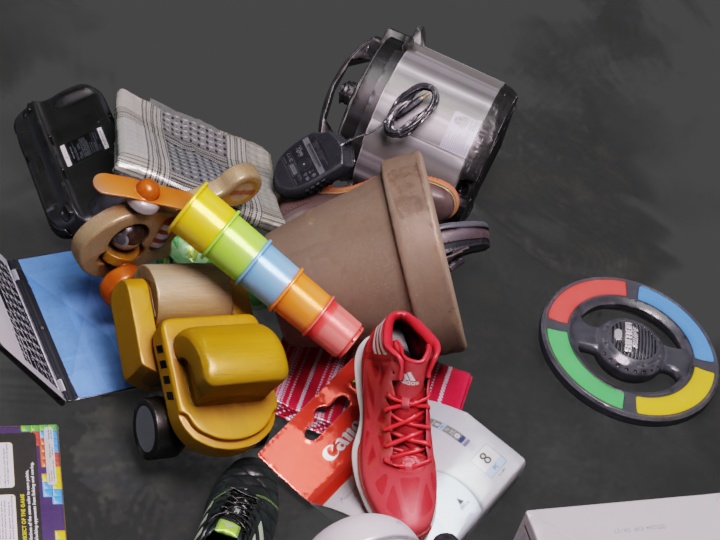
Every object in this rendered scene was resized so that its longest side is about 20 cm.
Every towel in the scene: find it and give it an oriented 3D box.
[{"bbox_3d":[-0.170,-0.120,1.641,0.191,0.035,0.200,20,23,-19],"label":"towel"},{"bbox_3d":[0.006,0.117,1.546,0.199,0.023,0.145,21,44,4],"label":"towel"}]

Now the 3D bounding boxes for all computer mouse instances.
[{"bbox_3d":[-0.003,-0.133,1.634,0.199,0.034,0.059,-28,59,7],"label":"computer mouse"}]

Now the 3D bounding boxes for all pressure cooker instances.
[{"bbox_3d":[0.056,-0.162,1.721,0.199,0.179,0.176,24,47,5],"label":"pressure cooker"}]

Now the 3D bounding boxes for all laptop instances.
[{"bbox_3d":[-0.280,0.019,1.488,0.115,0.200,0.188,-32,56,1],"label":"laptop"}]

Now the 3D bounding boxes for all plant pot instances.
[{"bbox_3d":[0.000,0.000,1.525,0.173,0.201,0.201,-13,48,2],"label":"plant pot"}]

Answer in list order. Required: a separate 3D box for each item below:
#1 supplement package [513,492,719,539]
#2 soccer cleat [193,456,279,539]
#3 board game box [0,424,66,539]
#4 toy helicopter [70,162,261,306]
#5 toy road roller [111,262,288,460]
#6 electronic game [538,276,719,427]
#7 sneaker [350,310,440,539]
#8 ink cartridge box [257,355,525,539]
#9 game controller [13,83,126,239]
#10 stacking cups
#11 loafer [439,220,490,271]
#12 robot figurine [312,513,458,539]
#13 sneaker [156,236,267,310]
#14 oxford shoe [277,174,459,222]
[{"bbox_3d":[0.244,0.299,1.380,0.198,0.111,0.156,-2,47,-19],"label":"supplement package"},{"bbox_3d":[-0.112,0.231,1.353,0.067,0.081,0.201,20,44,2],"label":"soccer cleat"},{"bbox_3d":[-0.330,0.226,1.308,0.164,0.057,0.201,0,48,-15],"label":"board game box"},{"bbox_3d":[-0.186,-0.059,1.501,0.199,0.133,0.079,-26,61,-18],"label":"toy helicopter"},{"bbox_3d":[-0.137,0.071,1.423,0.122,0.146,0.201,-2,66,-31],"label":"toy road roller"},{"bbox_3d":[0.284,0.083,1.653,0.198,0.042,0.201,9,45,-9],"label":"electronic game"},{"bbox_3d":[0.033,0.131,1.379,0.078,0.116,0.201,-6,66,-12],"label":"sneaker"},{"bbox_3d":[0.030,0.175,1.453,0.200,0.047,0.160,39,58,13],"label":"ink cartridge box"},{"bbox_3d":[-0.299,-0.119,1.646,0.104,0.042,0.201,-20,51,-10],"label":"game controller"},{"bbox_3d":[-0.082,0.001,1.439,0.199,0.061,0.061,37,45,-5],"label":"stacking cups"},{"bbox_3d":[0.050,-0.005,1.657,0.198,0.072,0.063,-10,73,-19],"label":"loafer"},{"bbox_3d":[0.024,0.300,1.303,0.149,0.125,0.201,-9,51,-29],"label":"robot figurine"},{"bbox_3d":[-0.165,-0.016,1.595,0.083,0.074,0.200,-39,62,-24],"label":"sneaker"},{"bbox_3d":[0.005,-0.055,1.648,0.198,0.072,0.073,-6,32,12],"label":"oxford shoe"}]
